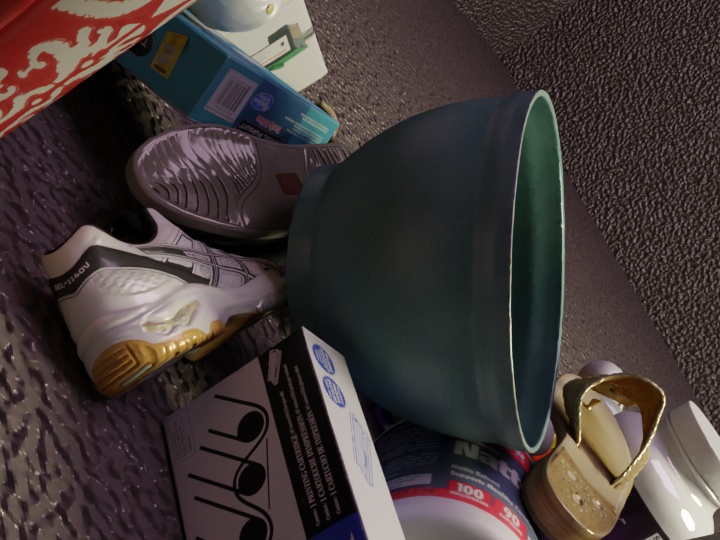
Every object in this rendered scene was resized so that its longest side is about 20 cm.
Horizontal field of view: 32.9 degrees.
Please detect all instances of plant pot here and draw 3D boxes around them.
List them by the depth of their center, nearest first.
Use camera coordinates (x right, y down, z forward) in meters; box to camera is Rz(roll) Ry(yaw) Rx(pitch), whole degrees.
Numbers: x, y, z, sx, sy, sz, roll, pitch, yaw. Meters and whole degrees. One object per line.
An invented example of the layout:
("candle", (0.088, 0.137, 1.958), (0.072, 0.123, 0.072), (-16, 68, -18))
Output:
("plant pot", (0.038, -0.001, 0.697), (0.200, 0.134, 0.201), (2, 90, -74))

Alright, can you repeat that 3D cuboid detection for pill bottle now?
("pill bottle", (0.049, 0.150, 0.720), (0.120, 0.120, 0.200), (54, 16, -8))
("pill bottle", (0.168, 0.176, 0.868), (0.112, 0.200, 0.112), (50, 16, -20))

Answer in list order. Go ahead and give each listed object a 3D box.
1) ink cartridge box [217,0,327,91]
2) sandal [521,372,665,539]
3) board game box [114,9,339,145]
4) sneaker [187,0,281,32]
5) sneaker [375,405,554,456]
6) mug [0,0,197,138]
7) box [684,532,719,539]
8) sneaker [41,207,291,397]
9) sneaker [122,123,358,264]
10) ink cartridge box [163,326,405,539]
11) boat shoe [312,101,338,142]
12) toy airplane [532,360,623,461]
("ink cartridge box", (-0.106, -0.238, 0.996), (0.146, 0.084, 0.200), (61, -1, 17))
("sandal", (0.155, 0.097, 0.736), (0.078, 0.070, 0.212), (46, 23, 2))
("board game box", (-0.127, -0.150, 0.809), (0.200, 0.047, 0.151), (39, 8, 25))
("sneaker", (-0.137, -0.219, 0.803), (0.200, 0.074, 0.116), (36, -8, 32))
("sneaker", (0.056, 0.092, 0.946), (0.200, 0.114, 0.073), (-161, -108, -71))
("mug", (-0.161, -0.135, 0.518), (0.134, 0.200, 0.178), (58, 16, 5))
("box", (0.199, 0.290, 0.700), (0.199, 0.171, 0.200), (45, 39, -33))
("sneaker", (-0.097, 0.002, 0.662), (0.088, 0.076, 0.200), (57, 15, 4))
("sneaker", (-0.083, -0.031, 0.766), (0.200, 0.106, 0.075), (1, 63, -49))
("ink cartridge box", (-0.029, 0.132, 0.568), (0.044, 0.094, 0.200), (39, 23, -46))
("boat shoe", (-0.050, -0.106, 1.000), (0.202, 0.075, 0.075), (-55, 124, -71))
("toy airplane", (0.168, 0.122, 1.080), (0.200, 0.141, 0.199), (46, -7, 45))
